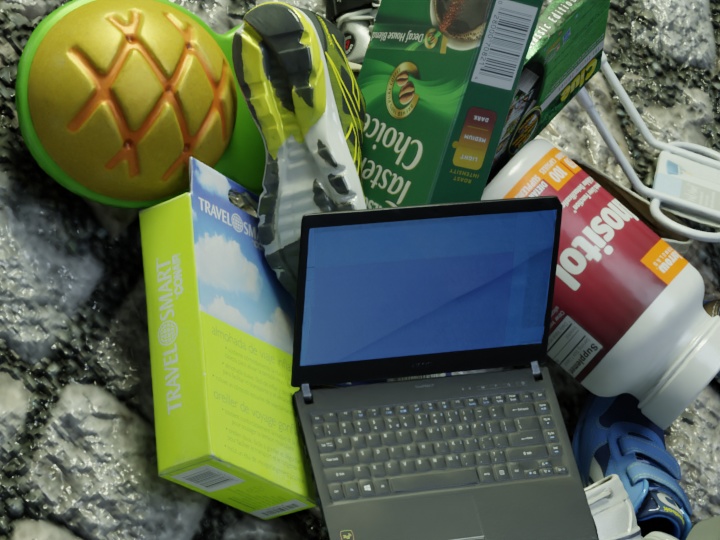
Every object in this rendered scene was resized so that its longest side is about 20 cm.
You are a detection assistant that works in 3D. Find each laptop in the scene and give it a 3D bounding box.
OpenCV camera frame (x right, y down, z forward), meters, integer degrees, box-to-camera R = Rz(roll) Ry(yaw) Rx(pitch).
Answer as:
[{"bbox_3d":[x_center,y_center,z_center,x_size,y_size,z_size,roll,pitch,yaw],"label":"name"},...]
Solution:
[{"bbox_3d":[0.056,0.070,1.600,0.177,0.103,0.200,-5,62,-19],"label":"laptop"}]

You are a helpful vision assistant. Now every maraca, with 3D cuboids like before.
[{"bbox_3d":[-0.127,-0.106,1.643,0.200,0.107,0.137,2,89,-33],"label":"maraca"}]

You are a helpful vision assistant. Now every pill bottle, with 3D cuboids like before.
[{"bbox_3d":[0.162,0.012,1.789,0.200,0.113,0.113,41,46,5],"label":"pill bottle"}]

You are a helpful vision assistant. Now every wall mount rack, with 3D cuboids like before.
[{"bbox_3d":[0.233,-0.095,1.927,0.173,0.075,0.200,20,22,2],"label":"wall mount rack"}]

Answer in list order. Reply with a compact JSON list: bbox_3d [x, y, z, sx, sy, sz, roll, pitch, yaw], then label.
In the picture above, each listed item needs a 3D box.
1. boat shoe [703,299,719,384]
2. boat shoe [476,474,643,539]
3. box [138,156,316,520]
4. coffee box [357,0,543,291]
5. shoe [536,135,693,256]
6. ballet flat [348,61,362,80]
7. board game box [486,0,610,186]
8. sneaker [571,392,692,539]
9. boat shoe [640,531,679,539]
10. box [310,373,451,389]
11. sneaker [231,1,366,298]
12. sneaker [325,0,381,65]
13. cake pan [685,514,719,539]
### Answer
[{"bbox_3d":[0.337,0.069,1.958,0.200,0.072,0.072,28,52,-25],"label":"boat shoe"},{"bbox_3d":[0.086,0.173,1.648,0.200,0.071,0.070,-13,86,-20],"label":"boat shoe"},{"bbox_3d":[-0.083,0.044,1.618,0.122,0.048,0.200,31,47,-53],"label":"box"},{"bbox_3d":[0.041,-0.098,1.659,0.044,0.123,0.200,9,105,-35],"label":"coffee box"},{"bbox_3d":[0.158,-0.058,1.893,0.200,0.053,0.070,32,50,-22],"label":"shoe"},{"bbox_3d":[0.029,-0.107,1.762,0.200,0.069,0.070,6,64,-36],"label":"ballet flat"},{"bbox_3d":[0.108,-0.119,1.783,0.023,0.105,0.200,30,56,22],"label":"board game box"},{"bbox_3d":[0.192,0.157,1.786,0.074,0.082,0.200,24,52,-26],"label":"sneaker"},{"bbox_3d":[0.181,0.260,1.651,0.074,0.202,0.065,28,36,32],"label":"boat shoe"},{"bbox_3d":[0.000,0.000,1.746,0.121,0.032,0.200,15,58,-34],"label":"box"},{"bbox_3d":[-0.021,-0.074,1.648,0.085,0.074,0.200,-20,103,-60],"label":"sneaker"},{"bbox_3d":[0.011,-0.186,1.826,0.088,0.074,0.200,-38,97,-40],"label":"sneaker"},{"bbox_3d":[0.254,0.254,1.757,0.200,0.037,0.201,-4,90,-65],"label":"cake pan"}]
